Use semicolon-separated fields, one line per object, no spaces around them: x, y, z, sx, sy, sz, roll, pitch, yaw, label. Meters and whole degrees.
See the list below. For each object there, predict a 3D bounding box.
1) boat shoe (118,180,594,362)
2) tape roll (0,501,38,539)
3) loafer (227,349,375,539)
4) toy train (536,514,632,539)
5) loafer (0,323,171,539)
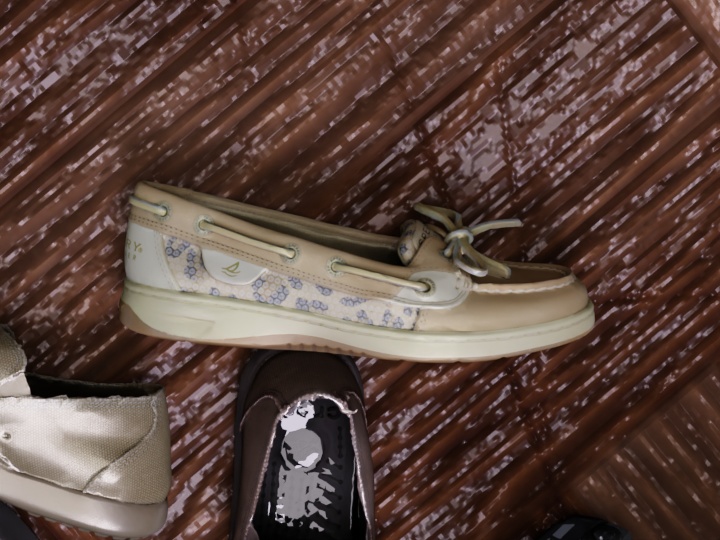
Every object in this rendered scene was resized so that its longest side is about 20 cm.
0.000;0.000;0.971;0.198;0.073;0.063;3;98;-5;boat shoe
-0.215;0.178;0.974;0.198;0.066;0.202;-1;96;-6;tape roll
-0.027;0.131;0.983;0.072;0.071;0.202;-5;96;-5;loafer
0.038;0.167;0.975;0.200;0.046;0.034;-39;128;-27;toy train
-0.167;0.051;0.965;0.199;0.076;0.068;19;92;-16;loafer
